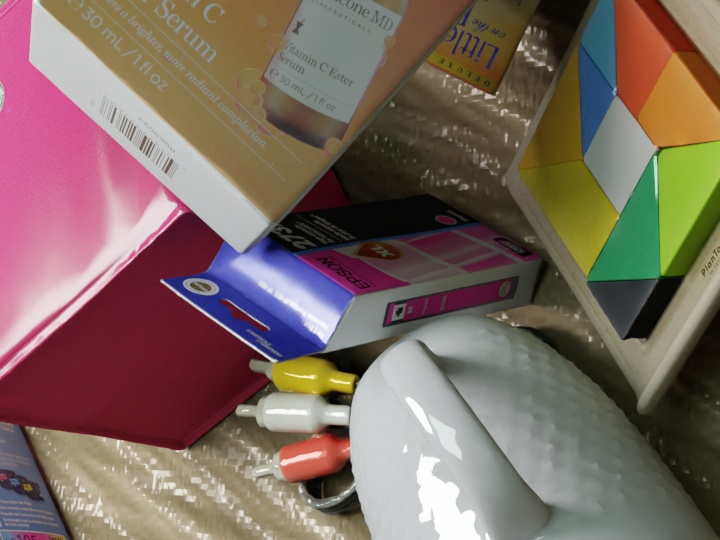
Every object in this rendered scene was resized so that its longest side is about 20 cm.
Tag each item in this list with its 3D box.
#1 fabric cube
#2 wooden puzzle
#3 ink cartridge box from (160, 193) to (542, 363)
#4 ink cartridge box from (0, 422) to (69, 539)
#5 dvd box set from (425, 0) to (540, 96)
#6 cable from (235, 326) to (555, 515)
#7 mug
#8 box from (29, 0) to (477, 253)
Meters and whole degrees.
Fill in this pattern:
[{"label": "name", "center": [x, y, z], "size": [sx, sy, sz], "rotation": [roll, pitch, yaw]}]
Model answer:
[{"label": "fabric cube", "center": [-0.141, -0.034, 0.980], "size": [0.196, 0.200, 0.200], "rotation": [-38, 59, 22]}, {"label": "wooden puzzle", "center": [0.138, -0.058, 0.813], "size": [0.201, 0.037, 0.186], "rotation": [-112, 34, -42]}, {"label": "ink cartridge box", "center": [0.000, 0.000, 0.866], "size": [0.095, 0.199, 0.037], "rotation": [32, 121, 36]}, {"label": "ink cartridge box", "center": [-0.289, 0.168, 1.116], "size": [0.136, 0.076, 0.200], "rotation": [-44, 57, 19]}, {"label": "dvd box set", "center": [0.052, -0.215, 0.873], "size": [0.146, 0.029, 0.201], "rotation": [26, 111, 2]}, {"label": "cable", "center": [0.018, 0.086, 0.924], "size": [0.199, 0.050, 0.098], "rotation": [-12, 76, 34]}, {"label": "mug", "center": [0.066, 0.103, 0.789], "size": [0.147, 0.200, 0.176], "rotation": [-35, 57, 2]}, {"label": "box", "center": [-0.041, -0.136, 0.797], "size": [0.152, 0.106, 0.200], "rotation": [42, 77, -4]}]
